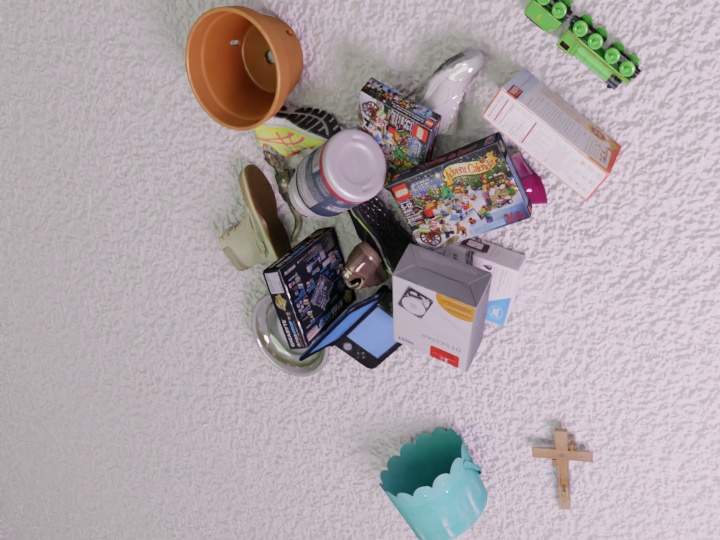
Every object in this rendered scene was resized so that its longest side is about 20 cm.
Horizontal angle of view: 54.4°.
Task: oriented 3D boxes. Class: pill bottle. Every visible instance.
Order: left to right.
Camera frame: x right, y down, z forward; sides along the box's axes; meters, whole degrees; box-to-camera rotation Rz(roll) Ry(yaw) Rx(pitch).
[{"bbox_3d":[-0.049,-0.159,1.226,0.121,0.119,0.199,58,153,-8],"label":"pill bottle"}]

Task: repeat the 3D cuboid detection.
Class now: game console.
[{"bbox_3d":[0.005,0.135,1.370,0.169,0.120,0.200,35,129,-13],"label":"game console"}]

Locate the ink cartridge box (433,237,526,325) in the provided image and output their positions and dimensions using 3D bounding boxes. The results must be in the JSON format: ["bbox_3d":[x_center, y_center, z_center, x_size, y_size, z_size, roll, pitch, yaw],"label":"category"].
[{"bbox_3d":[0.186,0.004,1.259,0.196,0.067,0.118,20,124,19],"label":"ink cartridge box"}]

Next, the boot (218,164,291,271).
[{"bbox_3d":[-0.236,-0.103,1.441,0.152,0.072,0.205,-11,103,39],"label":"boot"}]

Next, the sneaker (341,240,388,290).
[{"bbox_3d":[0.000,0.000,1.290,0.075,0.200,0.071,-41,75,-4],"label":"sneaker"}]

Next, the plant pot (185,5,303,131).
[{"bbox_3d":[-0.191,-0.365,1.238,0.195,0.140,0.205,12,119,23],"label":"plant pot"}]

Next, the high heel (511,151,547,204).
[{"bbox_3d":[0.216,-0.108,1.188,0.198,0.067,0.097,-33,86,24],"label":"high heel"}]

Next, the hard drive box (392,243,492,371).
[{"bbox_3d":[0.138,0.067,1.217,0.153,0.078,0.202,21,147,19],"label":"hard drive box"}]

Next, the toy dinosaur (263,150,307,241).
[{"bbox_3d":[-0.130,-0.146,1.371,0.087,0.047,0.204,10,126,41],"label":"toy dinosaur"}]

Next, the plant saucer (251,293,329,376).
[{"bbox_3d":[-0.144,0.131,1.518,0.195,0.050,0.205,13,119,24],"label":"plant saucer"}]

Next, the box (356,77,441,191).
[{"bbox_3d":[0.056,-0.213,1.187,0.135,0.038,0.202,32,152,13],"label":"box"}]

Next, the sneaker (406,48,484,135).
[{"bbox_3d":[0.141,-0.277,1.148,0.100,0.078,0.199,48,136,-9],"label":"sneaker"}]

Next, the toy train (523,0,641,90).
[{"bbox_3d":[0.323,-0.339,1.028,0.199,0.042,0.057,43,137,4],"label":"toy train"}]

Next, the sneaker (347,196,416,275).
[{"bbox_3d":[0.040,-0.065,1.320,0.203,0.071,0.082,58,159,-8],"label":"sneaker"}]

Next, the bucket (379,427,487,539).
[{"bbox_3d":[0.152,0.434,1.418,0.204,0.207,0.137,-23,105,35],"label":"bucket"}]

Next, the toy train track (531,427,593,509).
[{"bbox_3d":[0.393,0.379,1.359,0.112,0.033,0.205,0,120,21],"label":"toy train track"}]

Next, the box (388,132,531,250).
[{"bbox_3d":[0.160,-0.120,1.134,0.196,0.038,0.138,-18,117,29],"label":"box"}]

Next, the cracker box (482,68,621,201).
[{"bbox_3d":[0.289,-0.208,1.053,0.199,0.134,0.058,41,127,5],"label":"cracker box"}]

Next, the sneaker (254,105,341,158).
[{"bbox_3d":[-0.117,-0.250,1.303,0.196,0.078,0.092,20,131,26],"label":"sneaker"}]

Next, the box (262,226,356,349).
[{"bbox_3d":[-0.092,0.029,1.344,0.045,0.200,0.163,-5,113,33],"label":"box"}]
